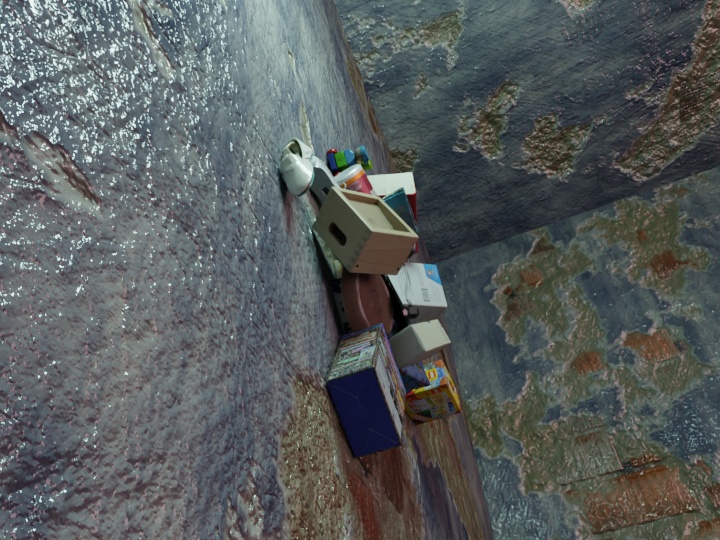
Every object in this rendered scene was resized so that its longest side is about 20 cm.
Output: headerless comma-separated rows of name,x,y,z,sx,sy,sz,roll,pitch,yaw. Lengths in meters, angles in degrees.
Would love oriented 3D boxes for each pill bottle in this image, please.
pill bottle,0.000,-0.154,1.485,0.203,0.111,0.113,60,15,-15

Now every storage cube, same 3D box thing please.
storage cube,0.081,-0.166,1.706,0.202,0.165,0.185,-87,173,-63

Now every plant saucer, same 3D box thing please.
plant saucer,0.023,0.071,1.278,0.200,0.034,0.205,42,39,-45

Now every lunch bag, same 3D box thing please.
lunch bag,0.080,0.177,1.412,0.150,0.092,0.205,35,38,-47

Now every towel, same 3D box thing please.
towel,0.058,-0.115,1.584,0.150,0.196,0.022,66,-10,-23

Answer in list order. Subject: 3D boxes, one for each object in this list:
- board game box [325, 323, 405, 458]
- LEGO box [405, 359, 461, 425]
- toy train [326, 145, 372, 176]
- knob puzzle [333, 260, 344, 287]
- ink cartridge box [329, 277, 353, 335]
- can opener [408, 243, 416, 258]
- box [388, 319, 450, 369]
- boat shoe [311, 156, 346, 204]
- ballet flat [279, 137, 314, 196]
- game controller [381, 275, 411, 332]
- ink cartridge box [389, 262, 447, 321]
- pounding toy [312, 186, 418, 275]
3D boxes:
board game box,0.017,0.223,1.121,0.200,0.094,0.164,-68,139,-73
LEGO box,0.193,0.350,1.663,0.201,0.145,0.079,58,17,-49
toy train,-0.016,-0.291,1.671,0.200,0.113,0.087,33,41,-72
knob puzzle,-0.004,0.091,1.382,0.219,0.030,0.226,-18,91,-79
ink cartridge box,-0.005,0.109,1.279,0.099,0.038,0.206,-11,83,-63
can opener,0.057,-0.055,1.362,0.052,0.198,0.069,8,79,-35
box,0.136,0.166,1.342,0.070,0.081,0.199,59,19,14
boat shoe,-0.072,-0.185,1.377,0.203,0.073,0.087,52,19,-37
ballet flat,-0.131,-0.210,1.157,0.202,0.068,0.071,-96,164,-59
game controller,0.067,0.055,1.398,0.203,0.041,0.105,63,-3,32
ink cartridge box,0.128,0.058,1.642,0.085,0.194,0.148,118,-30,-48
pounding toy,-0.002,-0.078,1.268,0.181,0.144,0.201,4,35,-47
